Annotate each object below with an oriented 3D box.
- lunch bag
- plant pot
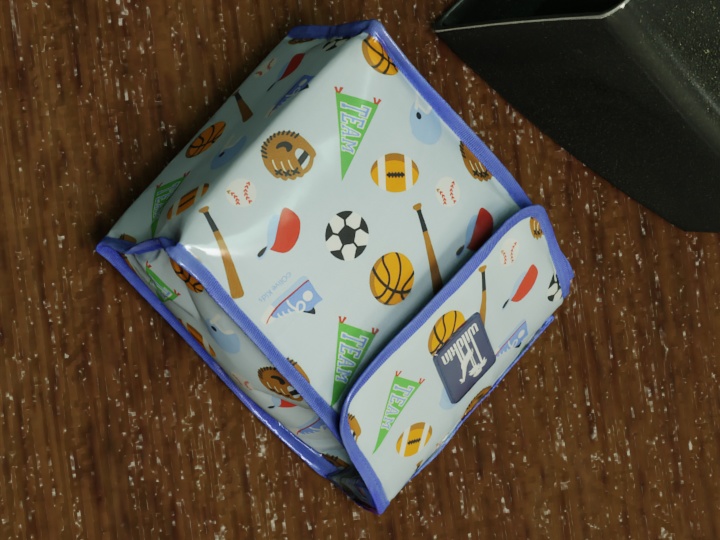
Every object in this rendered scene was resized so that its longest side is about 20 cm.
[{"bbox_3d":[0.000,0.000,1.435,0.170,0.124,0.200,-47,112,-16],"label":"lunch bag"},{"bbox_3d":[0.196,-0.129,1.481,0.200,0.199,0.178,-46,110,-17],"label":"plant pot"}]
